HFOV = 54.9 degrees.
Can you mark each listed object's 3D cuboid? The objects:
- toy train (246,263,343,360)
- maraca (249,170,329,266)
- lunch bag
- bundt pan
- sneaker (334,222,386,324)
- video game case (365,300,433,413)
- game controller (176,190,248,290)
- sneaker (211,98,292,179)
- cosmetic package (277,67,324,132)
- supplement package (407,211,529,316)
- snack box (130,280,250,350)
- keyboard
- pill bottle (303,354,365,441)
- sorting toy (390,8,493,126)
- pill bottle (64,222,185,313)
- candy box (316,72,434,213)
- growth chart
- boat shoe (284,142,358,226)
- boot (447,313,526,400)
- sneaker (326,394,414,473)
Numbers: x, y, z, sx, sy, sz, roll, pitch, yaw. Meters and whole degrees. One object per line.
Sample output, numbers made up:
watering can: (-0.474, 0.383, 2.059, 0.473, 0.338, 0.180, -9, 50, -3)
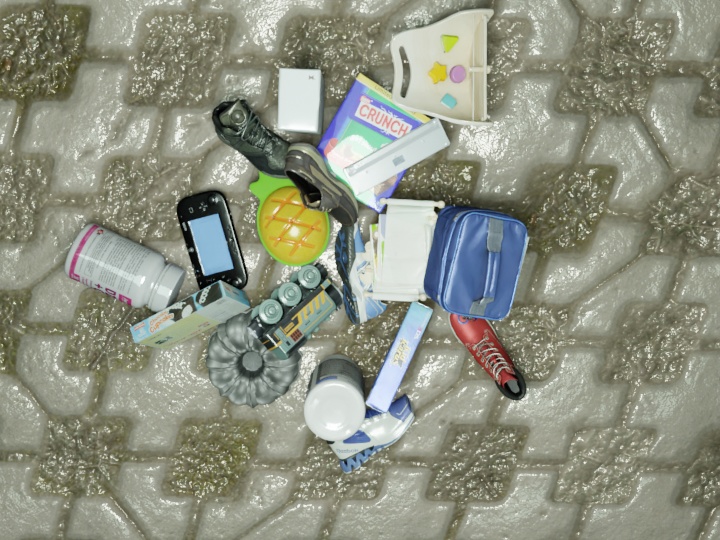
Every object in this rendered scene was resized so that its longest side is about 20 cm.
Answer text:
toy train: (-0.122, 0.077, 1.326, 0.200, 0.085, 0.114, -43, 96, -27)
maraca: (-0.134, -0.107, 1.311, 0.136, 0.107, 0.202, -19, 89, -7)
lunch bag: (0.196, -0.007, 1.196, 0.134, 0.132, 0.202, 8, 97, -14)
bundt pan: (-0.215, 0.182, 1.373, 0.199, 0.076, 0.204, 0, 100, -1)
sneaker: (0.000, 0.000, 1.357, 0.076, 0.076, 0.202, -12, 100, -22)
video game case: (0.070, 0.166, 1.296, 0.045, 0.181, 0.202, 25, 81, 5)
game controller: (-0.288, -0.051, 1.348, 0.103, 0.042, 0.202, -14, 99, 1)
sneaker: (-0.191, -0.240, 1.259, 0.199, 0.114, 0.077, 36, 83, 9)
cosmetic package: (-0.102, -0.296, 1.230, 0.070, 0.200, 0.103, 3, 99, -2)
supplement package: (0.199, -0.019, 1.329, 0.198, 0.111, 0.158, 13, 99, -4)
snack box: (-0.323, 0.089, 1.326, 0.198, 0.116, 0.037, -27, 71, 7)
keyboard: (0.066, -0.209, 1.272, 0.199, 0.011, 0.057, -29, 108, 2)
pill bottle: (-0.047, 0.234, 1.321, 0.112, 0.200, 0.115, 0, 100, 0)
sorting toy: (0.142, -0.360, 1.253, 0.178, 0.107, 0.203, -3, 97, -13)
pill bottle: (-0.443, 0.001, 1.317, 0.198, 0.113, 0.114, 25, 98, -5)
candy box: (0.018, -0.237, 1.305, 0.168, 0.077, 0.201, 30, 97, -7)
growth chart: (0.071, -0.038, 1.275, 0.143, 0.018, 0.202, 11, 98, 22)
boat shoe: (-0.077, -0.141, 1.256, 0.200, 0.074, 0.074, 48, 58, -35)
boot: (0.248, 0.157, 1.343, 0.072, 0.144, 0.200, -38, 97, 7)
sneaker: (0.007, 0.308, 1.395, 0.199, 0.081, 0.115, -40, 100, 7)
